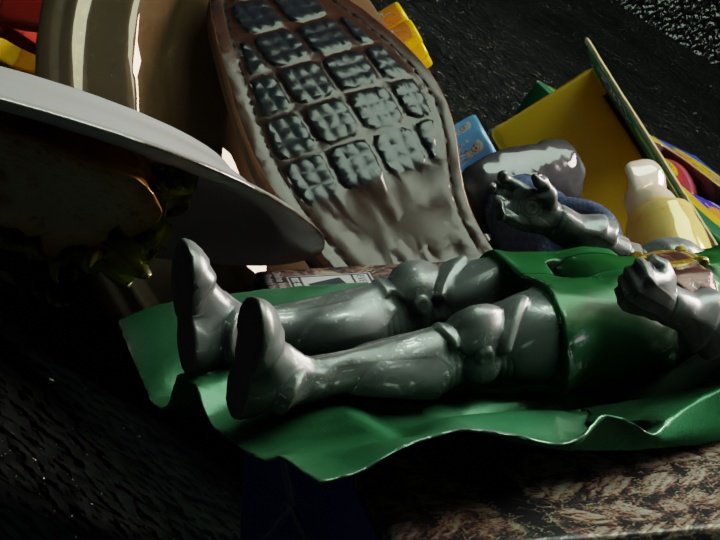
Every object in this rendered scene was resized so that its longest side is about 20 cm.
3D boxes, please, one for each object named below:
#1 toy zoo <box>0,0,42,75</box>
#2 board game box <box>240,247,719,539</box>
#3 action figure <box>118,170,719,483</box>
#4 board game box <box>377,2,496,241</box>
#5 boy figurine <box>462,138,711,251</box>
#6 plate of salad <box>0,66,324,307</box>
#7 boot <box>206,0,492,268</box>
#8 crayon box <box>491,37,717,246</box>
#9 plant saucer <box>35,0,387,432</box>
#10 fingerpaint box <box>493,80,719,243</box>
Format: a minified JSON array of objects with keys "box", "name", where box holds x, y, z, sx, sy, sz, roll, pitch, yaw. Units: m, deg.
[{"box":[-0.090,-0.074,1.038,0.199,0.021,0.131,14,-15,47],"name":"toy zoo"},{"box":[0.081,0.070,0.715,0.198,0.098,0.160,-3,25,-15],"name":"board game box"},{"box":[0.054,0.011,0.664,0.199,0.055,0.118,-4,22,-27],"name":"action figure"},{"box":[0.067,-0.003,1.117,0.201,0.026,0.200,58,3,-22],"name":"board game box"},{"box":[0.103,0.024,0.913,0.064,0.125,0.200,-20,35,-26],"name":"boy figurine"},{"box":[-0.108,-0.020,0.737,0.199,0.048,0.200,12,-9,2],"name":"plate of salad"},{"box":[0.000,0.000,0.868,0.074,0.097,0.201,-19,62,-26],"name":"boot"},{"box":[0.112,0.001,1.084,0.126,0.051,0.200,60,2,19],"name":"crayon box"},{"box":[-0.031,-0.039,0.913,0.200,0.029,0.201,28,53,-45],"name":"plant saucer"},{"box":[0.187,-0.009,1.533,0.166,0.074,0.200,20,19,-47],"name":"fingerpaint box"}]
